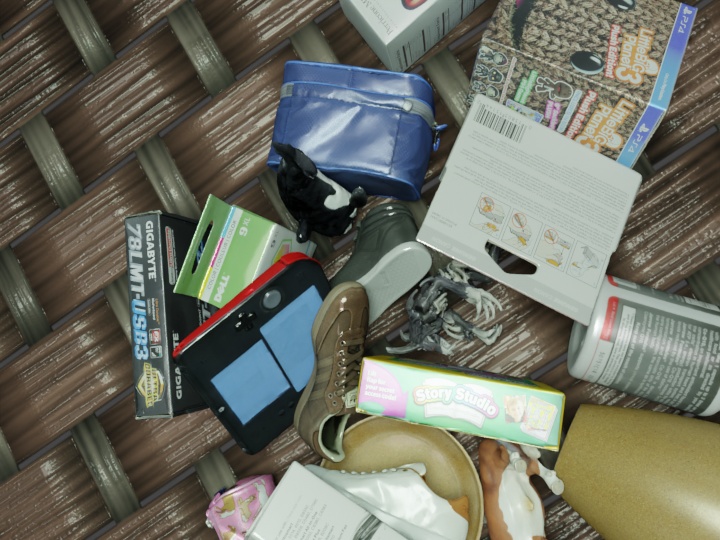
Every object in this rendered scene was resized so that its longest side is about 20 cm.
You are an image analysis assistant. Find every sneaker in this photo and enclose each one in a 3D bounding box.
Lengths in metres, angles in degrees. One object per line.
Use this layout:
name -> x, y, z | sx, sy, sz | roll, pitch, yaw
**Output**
sneaker -> 0.026, 0.243, 0.783 | 0.195, 0.073, 0.086 | 20, 63, 12
sneaker -> -0.016, 0.114, 0.777 | 0.075, 0.069, 0.205 | 38, 123, 42
sneaker -> 0.000, 0.000, 0.840 | 0.199, 0.070, 0.101 | -37, 37, 28

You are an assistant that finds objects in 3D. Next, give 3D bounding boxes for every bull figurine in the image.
bull figurine -> 0.174, 0.274, 0.760 | 0.063, 0.121, 0.206 | -13, 83, -19

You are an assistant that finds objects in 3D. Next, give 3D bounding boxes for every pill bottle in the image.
pill bottle -> 0.329, 0.085, 0.755 | 0.194, 0.114, 0.117 | 16, 88, 9

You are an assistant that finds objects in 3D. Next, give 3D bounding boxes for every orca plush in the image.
orca plush -> -0.047, -0.064, 0.774 | 0.102, 0.200, 0.073 | 10, 79, 2

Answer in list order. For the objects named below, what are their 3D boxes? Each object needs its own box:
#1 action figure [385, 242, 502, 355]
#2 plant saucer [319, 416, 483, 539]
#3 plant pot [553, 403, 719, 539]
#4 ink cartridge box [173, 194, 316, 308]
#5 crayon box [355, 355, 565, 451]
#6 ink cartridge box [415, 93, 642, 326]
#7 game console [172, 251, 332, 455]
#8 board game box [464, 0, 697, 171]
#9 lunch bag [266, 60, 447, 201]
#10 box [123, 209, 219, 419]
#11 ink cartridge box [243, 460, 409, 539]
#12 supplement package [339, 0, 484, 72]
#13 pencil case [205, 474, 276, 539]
action figure -> 0.116, 0.031, 0.792 | 0.101, 0.119, 0.202 | 37, 85, 18
plant saucer -> 0.044, 0.266, 0.821 | 0.194, 0.035, 0.207 | -1, 85, 9
plant pot -> 0.303, 0.224, 0.730 | 0.196, 0.186, 0.191 | 21, 88, 24
ink cartridge box -> -0.118, -0.005, 0.783 | 0.058, 0.200, 0.106 | 22, 88, 15
crayon box -> 0.103, 0.134, 0.754 | 0.194, 0.172, 0.060 | 9, 86, 9
ink cartridge box -> 0.173, -0.062, 0.746 | 0.196, 0.045, 0.180 | 26, 76, 1
game console -> -0.090, 0.093, 0.770 | 0.176, 0.202, 0.031 | -41, 47, -18
board game box -> 0.236, -0.230, 0.774 | 0.196, 0.098, 0.162 | 24, 62, 9
lunch bag -> 0.001, -0.164, 0.812 | 0.194, 0.136, 0.137 | 8, 87, 9
box -> -0.184, 0.049, 0.789 | 0.048, 0.198, 0.207 | -7, 84, 12
ink cartridge box -> -0.017, 0.295, 0.720 | 0.197, 0.147, 0.085 | 34, 61, 4
supplement package -> 0.078, -0.345, 0.829 | 0.199, 0.109, 0.115 | -40, 81, 3
pencil case -> -0.108, 0.340, 0.814 | 0.085, 0.083, 0.205 | -24, 83, 14
